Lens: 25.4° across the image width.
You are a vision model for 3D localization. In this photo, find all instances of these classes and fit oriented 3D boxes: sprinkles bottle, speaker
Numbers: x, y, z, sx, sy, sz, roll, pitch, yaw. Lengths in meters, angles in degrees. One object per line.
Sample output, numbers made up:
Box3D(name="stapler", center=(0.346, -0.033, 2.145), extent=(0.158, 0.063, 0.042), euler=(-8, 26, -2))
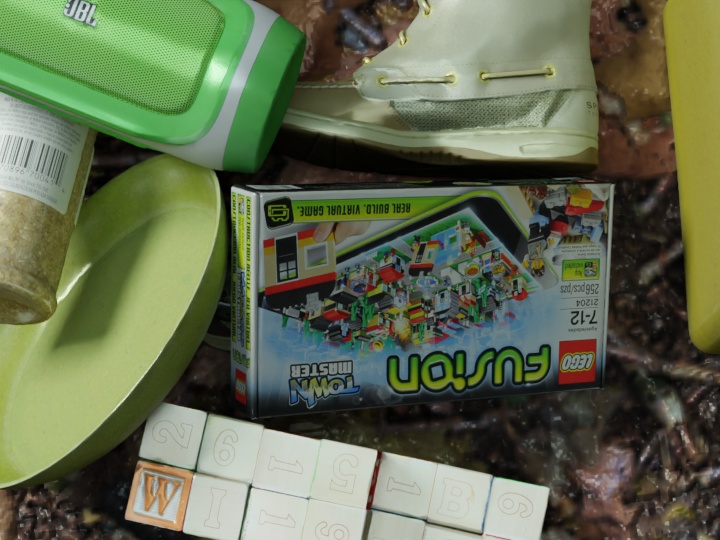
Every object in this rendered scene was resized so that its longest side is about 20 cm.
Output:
Box3D(name="sprinkles bottle", center=(-0.172, -0.075, 0.845), extent=(0.068, 0.068, 0.202), euler=(8, 67, 5))
Box3D(name="speaker", center=(-0.131, -0.117, 0.785), extent=(0.199, 0.088, 0.089), euler=(21, 84, 1))

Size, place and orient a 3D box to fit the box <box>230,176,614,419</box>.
Box3D(name="box", center=(0.033, 0.010, 0.802), extent=(0.198, 0.035, 0.111), euler=(-3, 99, -24))

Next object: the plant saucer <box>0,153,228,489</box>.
Box3D(name="plant saucer", center=(-0.133, 0.029, 0.814), extent=(0.031, 0.200, 0.201), euler=(39, 86, -30))

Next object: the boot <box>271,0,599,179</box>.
Box3D(name="boot", center=(0.033, -0.132, 0.861), extent=(0.198, 0.072, 0.156), euler=(4, 83, 0))

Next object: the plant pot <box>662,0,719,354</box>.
Box3D(name="plant pot", center=(0.265, -0.072, 0.782), extent=(0.198, 0.176, 0.202), euler=(-4, 82, 3))

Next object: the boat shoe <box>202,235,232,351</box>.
Box3D(name="boat shoe", center=(-0.001, -0.001, 0.847), extent=(0.199, 0.066, 0.072), euler=(-11, 79, 2))

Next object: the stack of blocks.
Box3D(name="stack of blocks", center=(-0.007, 0.117, 0.808), extent=(0.198, 0.115, 0.059), euler=(12, 84, 5))
